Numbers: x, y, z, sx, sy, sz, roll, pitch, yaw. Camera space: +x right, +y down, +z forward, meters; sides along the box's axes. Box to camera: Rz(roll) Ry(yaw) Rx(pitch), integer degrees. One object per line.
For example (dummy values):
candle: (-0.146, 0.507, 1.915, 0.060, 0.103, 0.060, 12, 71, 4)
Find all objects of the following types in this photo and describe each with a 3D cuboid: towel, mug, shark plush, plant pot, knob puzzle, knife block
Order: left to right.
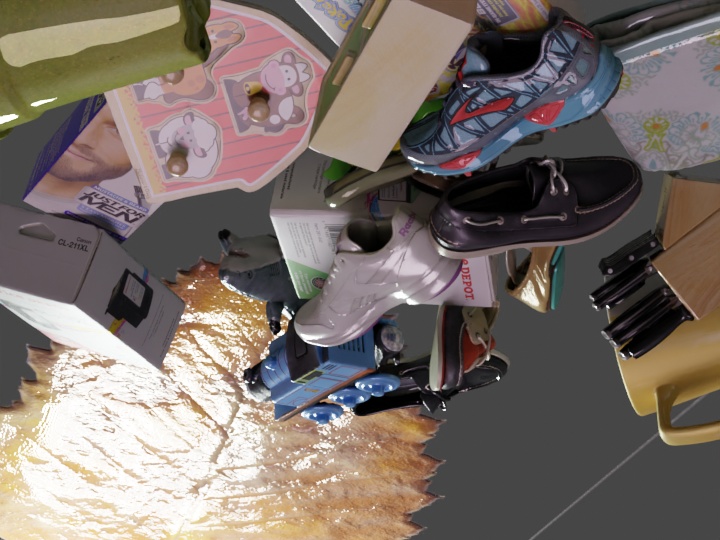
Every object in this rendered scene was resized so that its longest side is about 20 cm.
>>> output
plant pot: (-0.216, -0.213, 1.124, 0.182, 0.202, 0.201, -8, 144, 6)
knob puzzle: (-0.116, -0.146, 1.254, 0.217, 0.031, 0.221, -3, 126, -4)
shark plush: (-0.094, 0.028, 1.515, 0.090, 0.084, 0.201, -2, 145, 15)
mug: (0.329, 0.069, 1.393, 0.152, 0.188, 0.149, -13, 169, 17)
knife block: (0.309, 0.005, 1.299, 0.198, 0.177, 0.064, 7, -170, 4)
towel: (0.288, -0.154, 1.179, 0.198, 0.048, 0.171, -11, 140, 29)

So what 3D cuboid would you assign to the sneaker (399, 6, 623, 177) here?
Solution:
sneaker: (0.103, -0.148, 1.151, 0.199, 0.080, 0.096, -25, 125, 31)

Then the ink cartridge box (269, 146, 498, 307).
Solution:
ink cartridge box: (0.028, -0.041, 1.381, 0.198, 0.085, 0.145, 2, 146, 13)

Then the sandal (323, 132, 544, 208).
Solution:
sandal: (0.067, -0.084, 1.278, 0.199, 0.058, 0.080, -20, 175, 3)

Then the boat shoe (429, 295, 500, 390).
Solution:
boat shoe: (0.103, 0.064, 1.438, 0.062, 0.200, 0.072, 11, 110, 4)

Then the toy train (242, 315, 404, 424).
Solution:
toy train: (-0.040, 0.095, 1.487, 0.113, 0.087, 0.200, 13, 152, -31)

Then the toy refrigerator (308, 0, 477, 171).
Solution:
toy refrigerator: (0.021, -0.168, 1.124, 0.069, 0.076, 0.200, 19, 147, -12)

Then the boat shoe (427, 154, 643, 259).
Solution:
boat shoe: (0.154, -0.063, 1.242, 0.198, 0.073, 0.063, -15, 149, -11)

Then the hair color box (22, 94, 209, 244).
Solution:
hair color box: (-0.227, -0.108, 1.372, 0.109, 0.065, 0.200, 27, 142, -22)

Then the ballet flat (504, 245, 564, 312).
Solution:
ballet flat: (0.169, -0.025, 1.387, 0.063, 0.069, 0.201, 19, 147, 11)

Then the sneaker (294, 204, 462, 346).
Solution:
sneaker: (0.000, 0.000, 1.325, 0.100, 0.075, 0.199, 44, 131, -19)

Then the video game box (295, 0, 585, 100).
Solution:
video game box: (0.050, -0.223, 1.143, 0.181, 0.047, 0.200, -14, 140, 35)

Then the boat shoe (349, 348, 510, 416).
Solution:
boat shoe: (0.072, 0.131, 1.638, 0.198, 0.067, 0.075, -5, 143, 21)

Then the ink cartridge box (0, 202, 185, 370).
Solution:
ink cartridge box: (-0.292, 0.019, 1.495, 0.145, 0.083, 0.200, 13, 163, 24)

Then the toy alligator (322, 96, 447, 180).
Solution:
toy alligator: (0.042, -0.137, 1.272, 0.199, 0.059, 0.055, -23, 91, 30)
